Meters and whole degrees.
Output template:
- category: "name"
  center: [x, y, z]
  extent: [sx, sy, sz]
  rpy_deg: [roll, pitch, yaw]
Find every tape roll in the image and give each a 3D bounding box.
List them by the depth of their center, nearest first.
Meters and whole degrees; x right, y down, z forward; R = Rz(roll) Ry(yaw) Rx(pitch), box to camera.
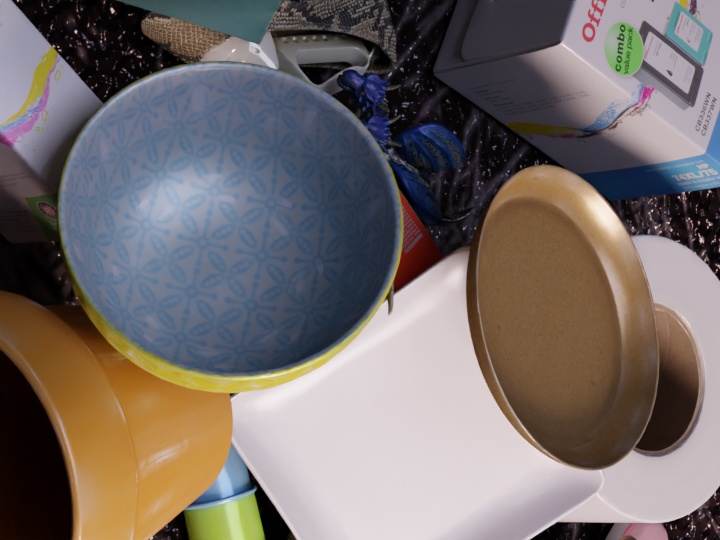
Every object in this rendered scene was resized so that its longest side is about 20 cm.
- category: "tape roll"
  center: [0.163, 0.080, 1.593]
  extent: [0.202, 0.139, 0.205]
  rpy_deg: [4, 83, -38]

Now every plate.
- category: "plate"
  center: [0.034, 0.113, 1.448]
  extent: [0.199, 0.032, 0.201]
  rpy_deg: [-33, 108, -6]

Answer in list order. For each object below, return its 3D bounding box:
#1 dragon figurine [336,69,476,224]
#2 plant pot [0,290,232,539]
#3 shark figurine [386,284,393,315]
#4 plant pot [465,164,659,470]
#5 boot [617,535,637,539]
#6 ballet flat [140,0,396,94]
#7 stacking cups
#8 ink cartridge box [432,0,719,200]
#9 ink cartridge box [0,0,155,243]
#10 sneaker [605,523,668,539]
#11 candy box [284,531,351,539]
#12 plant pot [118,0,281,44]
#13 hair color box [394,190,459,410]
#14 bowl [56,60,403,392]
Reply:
- category: "dragon figurine"
  center: [0.033, -0.069, 1.528]
  extent: [0.200, 0.099, 0.059]
  rpy_deg: [36, 65, -37]
- category: "plant pot"
  center: [-0.178, 0.100, 1.313]
  extent: [0.183, 0.199, 0.202]
  rpy_deg: [-18, 98, -52]
- category: "shark figurine"
  center: [-0.059, 0.008, 1.410]
  extent: [0.128, 0.213, 0.090]
  rpy_deg: [31, 65, -65]
- category: "plant pot"
  center: [0.128, 0.032, 1.442]
  extent: [0.199, 0.027, 0.202]
  rpy_deg: [20, 63, -45]
- category: "boot"
  center: [0.181, 0.296, 1.582]
  extent: [0.075, 0.097, 0.201]
  rpy_deg: [9, 107, -56]
- category: "ballet flat"
  center: [-0.051, -0.151, 1.485]
  extent: [0.199, 0.068, 0.076]
  rpy_deg: [-6, 68, -40]
- category: "stacking cups"
  center: [-0.093, 0.129, 1.445]
  extent: [0.060, 0.060, 0.202]
  rpy_deg: [-12, 94, -37]
- category: "ink cartridge box"
  center: [0.185, -0.167, 1.623]
  extent: [0.199, 0.146, 0.148]
  rpy_deg: [32, 68, -31]
- category: "ink cartridge box"
  center: [-0.229, -0.109, 1.319]
  extent: [0.200, 0.117, 0.067]
  rpy_deg: [49, 63, -25]
- category: "sneaker"
  center: [0.221, 0.282, 1.644]
  extent: [0.075, 0.104, 0.202]
  rpy_deg: [29, 70, -45]
- category: "candy box"
  center: [0.040, 0.224, 1.541]
  extent: [0.200, 0.061, 0.137]
  rpy_deg: [46, 62, -25]
- category: "plant pot"
  center: [-0.134, -0.251, 1.366]
  extent: [0.198, 0.141, 0.142]
  rpy_deg: [13, 72, -10]
- category: "hair color box"
  center: [0.000, 0.000, 1.493]
  extent: [0.064, 0.111, 0.201]
  rpy_deg: [-47, 114, -27]
- category: "bowl"
  center: [-0.081, -0.009, 1.286]
  extent: [0.198, 0.108, 0.202]
  rpy_deg: [4, 63, -9]
